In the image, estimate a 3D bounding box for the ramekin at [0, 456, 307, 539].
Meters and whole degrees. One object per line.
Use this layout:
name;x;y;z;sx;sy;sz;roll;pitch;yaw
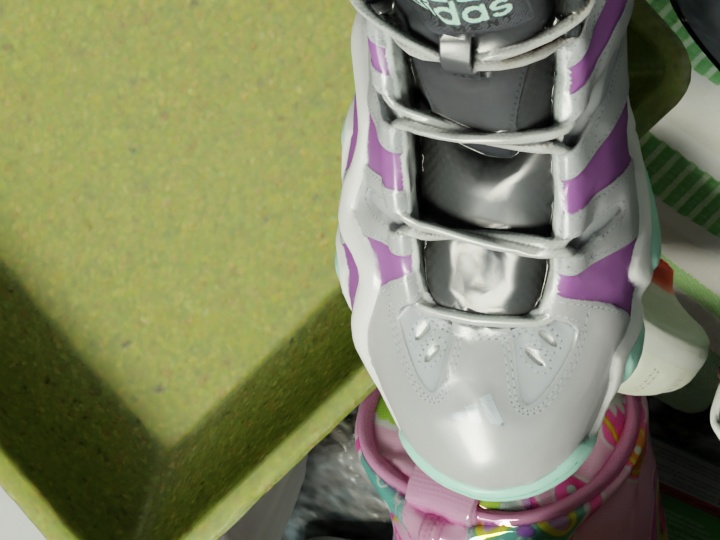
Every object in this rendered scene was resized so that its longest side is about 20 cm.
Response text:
ramekin;-0.110;0.057;0.861;0.202;0.094;0.203;23;144;18

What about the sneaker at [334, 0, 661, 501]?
sneaker;0.020;-0.046;0.500;0.077;0.140;0.201;0;93;11

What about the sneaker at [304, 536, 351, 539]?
sneaker;0.000;0.170;0.848;0.200;0.099;0.075;-125;15;-48

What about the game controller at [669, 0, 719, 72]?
game controller;0.156;-0.035;0.532;0.104;0.042;0.200;-40;106;13

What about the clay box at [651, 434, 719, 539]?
clay box;0.109;0.142;0.819;0.115;0.048;0.200;24;144;17

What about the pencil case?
pencil case;0.051;0.109;0.719;0.087;0.088;0.201;16;137;25

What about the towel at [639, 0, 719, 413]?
towel;0.070;-0.045;0.649;0.152;0.023;0.200;34;146;1

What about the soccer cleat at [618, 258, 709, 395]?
soccer cleat;0.000;0.000;0.667;0.199;0.078;0.069;24;-173;21

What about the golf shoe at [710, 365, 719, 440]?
golf shoe;0.124;0.045;0.639;0.094;0.078;0.200;0;141;-18

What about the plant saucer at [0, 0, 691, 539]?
plant saucer;-0.049;-0.053;0.615;0.200;0.048;0.200;-44;82;12
